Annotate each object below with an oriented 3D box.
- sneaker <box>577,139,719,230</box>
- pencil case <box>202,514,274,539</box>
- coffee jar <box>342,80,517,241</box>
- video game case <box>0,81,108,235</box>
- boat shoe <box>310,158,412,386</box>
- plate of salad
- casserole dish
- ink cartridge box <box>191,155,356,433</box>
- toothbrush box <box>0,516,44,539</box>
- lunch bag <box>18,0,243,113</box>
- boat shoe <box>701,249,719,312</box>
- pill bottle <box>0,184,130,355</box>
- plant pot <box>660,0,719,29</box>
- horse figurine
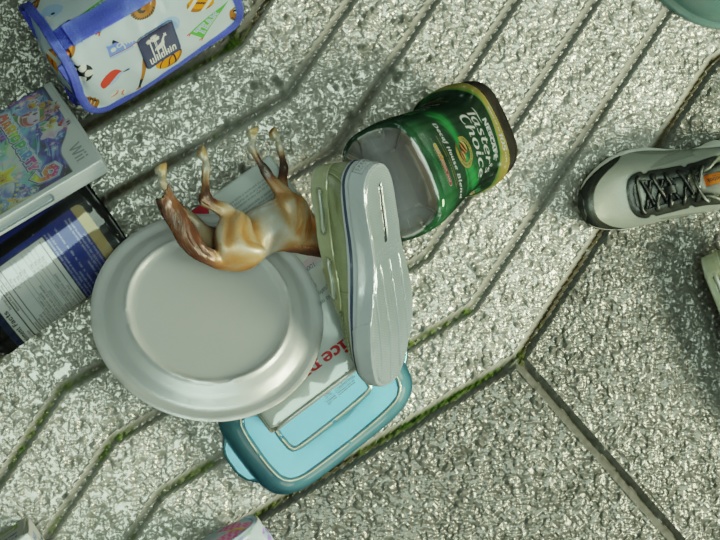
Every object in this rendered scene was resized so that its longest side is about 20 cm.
[{"bbox_3d":[0.301,-0.084,1.764,0.199,0.079,0.074,-13,97,-8],"label":"sneaker"},{"bbox_3d":[-0.083,0.325,1.710,0.091,0.083,0.201,-33,98,-29],"label":"pencil case"},{"bbox_3d":[0.067,-0.102,1.666,0.085,0.200,0.105,-21,97,30],"label":"coffee jar"},{"bbox_3d":[-0.330,-0.076,1.623,0.199,0.143,0.018,-31,133,-8],"label":"video game case"},{"bbox_3d":[0.000,0.000,1.591,0.072,0.062,0.201,-27,119,-51],"label":"boat shoe"},{"bbox_3d":[-0.131,0.042,1.595,0.199,0.048,0.201,5,60,-8],"label":"plate of salad"},{"bbox_3d":[-0.039,0.122,1.732,0.200,0.039,0.121,-38,99,-7],"label":"casserole dish"},{"bbox_3d":[-0.080,0.025,1.674,0.145,0.083,0.200,-36,84,-7],"label":"ink cartridge box"},{"bbox_3d":[-0.301,0.347,1.670,0.145,0.086,0.201,-35,99,-7],"label":"toothbrush box"},{"bbox_3d":[-0.196,-0.221,1.602,0.169,0.200,0.124,-33,98,-8],"label":"lunch bag"},{"bbox_3d":[0.382,0.067,1.794,0.062,0.072,0.201,-15,97,21],"label":"boat shoe"},{"bbox_3d":[-0.305,0.003,1.638,0.199,0.112,0.112,-36,99,-6],"label":"pill bottle"},{"bbox_3d":[0.365,-0.330,1.735,0.199,0.134,0.202,0,93,-10],"label":"plant pot"},{"bbox_3d":[-0.094,-0.050,1.591,0.199,0.050,0.133,-21,84,-42],"label":"horse figurine"}]
